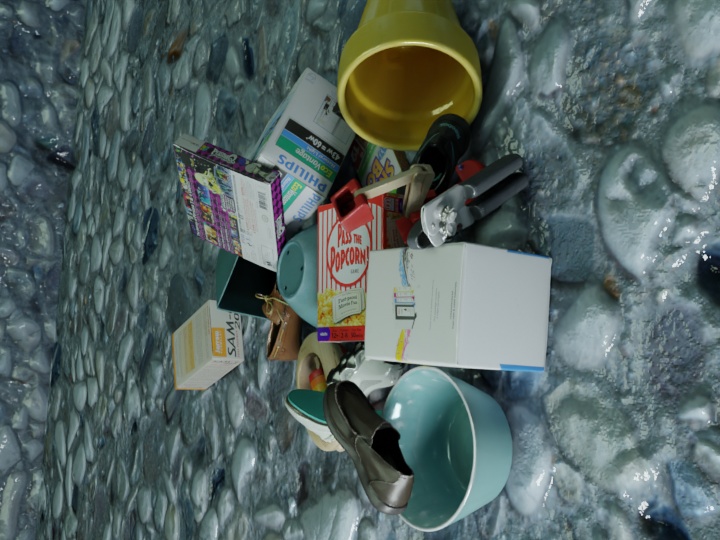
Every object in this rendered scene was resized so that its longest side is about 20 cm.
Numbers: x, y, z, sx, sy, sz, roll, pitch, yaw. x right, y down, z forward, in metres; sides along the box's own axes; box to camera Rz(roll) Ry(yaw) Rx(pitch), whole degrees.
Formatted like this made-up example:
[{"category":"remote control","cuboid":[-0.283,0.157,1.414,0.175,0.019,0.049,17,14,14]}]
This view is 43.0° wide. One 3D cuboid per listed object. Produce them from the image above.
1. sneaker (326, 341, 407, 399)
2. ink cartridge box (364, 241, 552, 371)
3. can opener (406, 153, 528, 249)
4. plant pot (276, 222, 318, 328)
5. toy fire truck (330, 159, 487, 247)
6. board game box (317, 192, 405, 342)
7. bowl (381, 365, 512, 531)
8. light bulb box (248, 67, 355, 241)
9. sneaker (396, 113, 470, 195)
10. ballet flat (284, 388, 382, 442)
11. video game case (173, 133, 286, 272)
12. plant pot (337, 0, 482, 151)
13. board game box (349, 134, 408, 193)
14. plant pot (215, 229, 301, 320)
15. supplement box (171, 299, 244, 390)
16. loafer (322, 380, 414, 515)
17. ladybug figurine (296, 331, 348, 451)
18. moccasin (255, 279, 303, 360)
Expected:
[{"category":"sneaker","cuboid":[0.044,0.119,1.344,0.200,0.088,0.074,-48,11,22]},{"category":"ink cartridge box","cuboid":[0.118,0.049,1.160,0.199,0.146,0.147,-3,82,57]},{"category":"can opener","cuboid":[0.132,-0.089,1.123,0.066,0.199,0.053,1,117,50]},{"category":"plant pot","cuboid":[-0.054,0.006,1.447,0.199,0.133,0.203,-14,73,55]},{"category":"toy fire truck","cuboid":[0.076,-0.094,1.185,0.198,0.141,0.049,-31,49,8]},{"category":"board game box","cuboid":[0.000,0.000,1.299,0.151,0.046,0.203,-8,80,50]},{"category":"bowl","cuboid":[0.119,0.226,1.164,0.200,0.104,0.204,-17,70,55]},{"category":"light bulb box","cuboid":[-0.109,-0.180,1.491,0.198,0.124,0.202,-41,21,54]},{"category":"sneaker","cuboid":[0.087,-0.123,1.268,0.079,0.075,0.201,-55,-11,-50]},{"category":"ballet flat","cuboid":[-0.022,0.230,1.345,0.197,0.069,0.070,10,93,17]},{"category":"video game case","cuboid":[-0.201,-0.103,1.440,0.179,0.036,0.201,23,143,19]},{"category":"plant pot","cuboid":[0.069,-0.304,1.280,0.201,0.199,0.191,-43,34,45]},{"category":"board game box","cuboid":[0.034,-0.161,1.443,0.096,0.030,0.202,-53,46,39]},{"category":"plant pot","cuboid":[-0.183,-0.031,1.658,0.142,0.140,0.201,-63,27,28]},{"category":"supplement box","cuboid":[-0.316,0.157,1.881,0.200,0.073,0.128,-36,55,49]},{"category":"loafer","cuboid":[0.019,0.212,1.173,0.072,0.072,0.201,-55,50,28]},{"category":"ladybug figurine","cuboid":[-0.045,0.194,1.454,0.136,0.071,0.202,-45,48,44]},{"category":"moccasin","cuboid":[-0.139,0.067,1.570,0.074,0.077,0.203,-115,25,-49]}]
